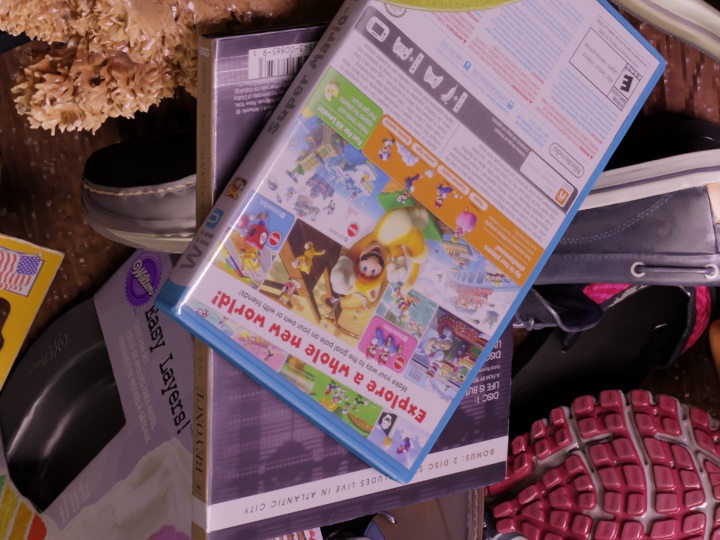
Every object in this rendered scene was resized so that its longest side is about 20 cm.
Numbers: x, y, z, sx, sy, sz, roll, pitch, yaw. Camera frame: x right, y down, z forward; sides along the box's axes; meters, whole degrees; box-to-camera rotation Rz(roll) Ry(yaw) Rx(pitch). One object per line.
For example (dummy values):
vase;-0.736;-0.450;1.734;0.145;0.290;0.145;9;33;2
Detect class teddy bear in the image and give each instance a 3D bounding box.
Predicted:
teddy bear;-0.087;-0.117;1.060;0.200;0.146;0.067;-3;-175;-43

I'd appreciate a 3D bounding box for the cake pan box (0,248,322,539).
cake pan box;-0.101;0.107;1.226;0.052;0.200;0.184;22;128;-38

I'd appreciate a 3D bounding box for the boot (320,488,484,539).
boot;0.007;0.106;1.222;0.074;0.201;0.097;-19;171;20

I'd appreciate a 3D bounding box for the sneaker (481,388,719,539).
sneaker;0.091;0.102;1.285;0.199;0.081;0.075;-7;160;31

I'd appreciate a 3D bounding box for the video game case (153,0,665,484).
video game case;0.023;-0.036;1.092;0.143;0.018;0.200;39;79;-39

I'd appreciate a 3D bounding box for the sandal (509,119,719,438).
sandal;0.119;0.018;1.247;0.075;0.045;0.200;17;129;-13

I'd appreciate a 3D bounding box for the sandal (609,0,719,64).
sandal;0.164;-0.104;1.124;0.201;0.080;0.057;28;112;-22

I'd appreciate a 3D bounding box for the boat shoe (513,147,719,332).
boat shoe;0.073;-0.003;1.188;0.199;0.075;0.063;-12;90;27

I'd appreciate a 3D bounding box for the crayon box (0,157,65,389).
crayon box;-0.237;-0.010;1.217;0.199;0.052;0.126;18;129;-15

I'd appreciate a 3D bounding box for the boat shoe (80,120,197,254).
boat shoe;-0.020;-0.063;1.168;0.199;0.075;0.074;-13;121;-1

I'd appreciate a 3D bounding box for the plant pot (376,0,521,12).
plant pot;0.028;-0.193;0.964;0.199;0.193;0.201;0;131;0

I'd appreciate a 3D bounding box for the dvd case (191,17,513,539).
dvd case;0.000;0.000;1.107;0.148;0.016;0.201;-11;110;-35

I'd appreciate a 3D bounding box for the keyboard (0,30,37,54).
keyboard;-0.151;-0.104;1.068;0.200;0.040;0.104;-28;142;-31

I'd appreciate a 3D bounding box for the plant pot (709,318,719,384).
plant pot;0.253;0.084;1.225;0.140;0.200;0.200;-25;129;-1
